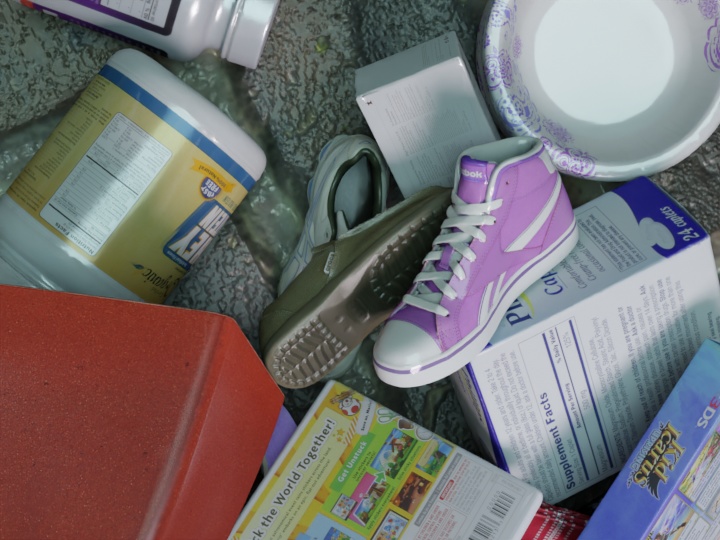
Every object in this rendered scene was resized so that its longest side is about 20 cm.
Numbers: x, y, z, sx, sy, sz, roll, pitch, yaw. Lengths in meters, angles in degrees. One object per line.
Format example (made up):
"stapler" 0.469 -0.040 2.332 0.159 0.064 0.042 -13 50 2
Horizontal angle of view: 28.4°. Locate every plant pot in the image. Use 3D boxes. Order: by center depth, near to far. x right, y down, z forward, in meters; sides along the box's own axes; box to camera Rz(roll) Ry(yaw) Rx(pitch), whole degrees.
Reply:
"plant pot" -0.178 0.130 0.957 0.199 0.200 0.177 7 70 10

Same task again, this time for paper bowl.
"paper bowl" 0.191 -0.171 1.124 0.200 0.104 0.201 0 94 -1

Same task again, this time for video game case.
"video game case" 0.003 0.199 1.009 0.182 0.023 0.200 27 68 18
"video game case" 0.244 0.169 1.056 0.045 0.181 0.200 31 85 36

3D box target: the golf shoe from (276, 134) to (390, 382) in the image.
"golf shoe" -0.020 -0.009 1.115 0.078 0.097 0.200 7 91 -7

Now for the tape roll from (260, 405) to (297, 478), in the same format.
"tape roll" -0.136 0.172 1.080 0.200 0.066 0.201 -1 65 1

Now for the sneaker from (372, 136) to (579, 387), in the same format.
"sneaker" 0.067 -0.017 0.989 0.200 0.073 0.114 -46 133 -27

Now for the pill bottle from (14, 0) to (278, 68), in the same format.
"pill bottle" -0.161 -0.227 1.092 0.200 0.111 0.112 20 88 -6

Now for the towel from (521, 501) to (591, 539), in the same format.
"towel" 0.088 0.207 1.108 0.200 0.145 0.023 18 48 2

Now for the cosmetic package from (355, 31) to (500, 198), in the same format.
"cosmetic package" 0.072 -0.076 1.088 0.082 0.051 0.200 -21 123 10

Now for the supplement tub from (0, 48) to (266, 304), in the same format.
"supplement tub" -0.182 -0.049 1.074 0.145 0.145 0.200 37 87 -5

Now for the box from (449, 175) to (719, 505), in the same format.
"box" 0.170 0.059 1.088 0.200 0.105 0.184 -26 127 -6

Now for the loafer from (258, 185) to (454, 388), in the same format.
"loafer" 0.000 0.000 1.043 0.200 0.067 0.076 -37 134 -8

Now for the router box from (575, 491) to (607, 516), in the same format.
"router box" 0.274 0.228 1.165 0.200 0.051 0.149 -31 91 -5
